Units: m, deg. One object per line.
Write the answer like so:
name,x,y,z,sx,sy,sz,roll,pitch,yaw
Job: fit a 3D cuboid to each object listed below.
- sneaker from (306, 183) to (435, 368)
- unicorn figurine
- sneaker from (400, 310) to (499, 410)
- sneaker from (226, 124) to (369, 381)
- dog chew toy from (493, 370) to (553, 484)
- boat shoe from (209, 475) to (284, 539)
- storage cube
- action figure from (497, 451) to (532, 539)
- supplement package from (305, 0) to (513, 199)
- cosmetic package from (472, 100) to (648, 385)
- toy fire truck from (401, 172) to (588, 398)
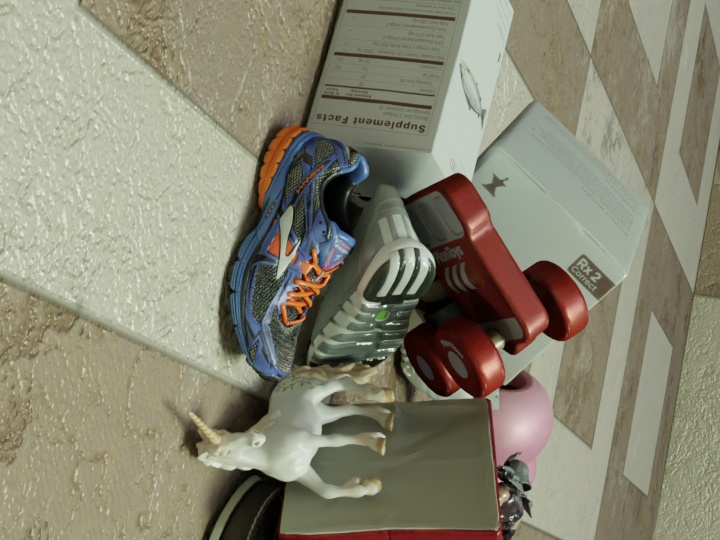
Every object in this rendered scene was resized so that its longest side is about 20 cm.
sneaker,0.000,0.000,1.097,0.200,0.075,0.116,125,-43,-50
unicorn figurine,-0.047,0.123,1.018,0.200,0.137,0.074,-61,158,-78
sneaker,0.069,0.071,1.325,0.201,0.080,0.076,63,23,-23
sneaker,-0.046,-0.014,1.009,0.075,0.078,0.201,31,68,-65
dog chew toy,0.149,0.209,1.503,0.125,0.124,0.201,-40,141,-58
boat shoe,-0.092,0.251,1.004,0.072,0.060,0.202,67,37,-50
storage cube,0.028,0.225,1.083,0.200,0.170,0.181,-85,172,-59
action figure,0.103,0.255,1.248,0.200,0.069,0.130,-58,139,-15
supplement package,0.045,-0.169,1.127,0.117,0.117,0.201,51,51,-63
cosmetic package,0.153,-0.032,1.265,0.165,0.165,0.200,-46,180,26
toy fire truck,0.082,0.006,1.095,0.112,0.200,0.168,-32,95,-17
